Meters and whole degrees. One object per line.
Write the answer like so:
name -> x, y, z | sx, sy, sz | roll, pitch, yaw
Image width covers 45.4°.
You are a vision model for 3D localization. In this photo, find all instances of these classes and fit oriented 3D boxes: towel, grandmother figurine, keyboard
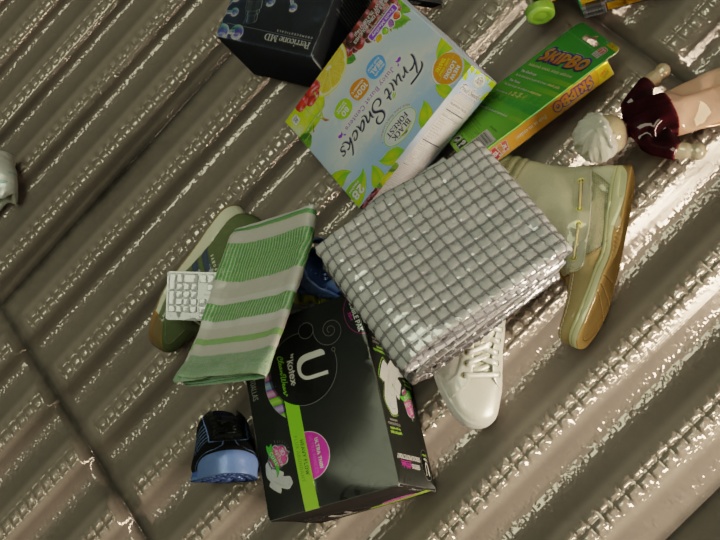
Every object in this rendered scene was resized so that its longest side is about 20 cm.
towel -> -0.120, 0.027, 0.919 | 0.152, 0.023, 0.202 | -13, 49, 43
grandmother figurine -> 0.315, -0.156, 0.875 | 0.198, 0.061, 0.122 | -16, 47, 7
towel -> 0.080, -0.010, 0.832 | 0.199, 0.086, 0.166 | -35, 61, -5
keyboard -> -0.127, 0.032, 1.004 | 0.198, 0.011, 0.057 | 2, 92, 0

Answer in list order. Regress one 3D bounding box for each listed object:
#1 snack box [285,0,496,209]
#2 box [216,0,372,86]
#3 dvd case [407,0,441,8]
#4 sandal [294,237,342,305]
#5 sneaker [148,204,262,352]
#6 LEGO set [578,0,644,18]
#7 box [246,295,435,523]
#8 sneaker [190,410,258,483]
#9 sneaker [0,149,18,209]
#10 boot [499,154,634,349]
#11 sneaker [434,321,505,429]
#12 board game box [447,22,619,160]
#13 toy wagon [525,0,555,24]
snack box -> 0.030, -0.193, 0.991 | 0.200, 0.067, 0.169 | -50, 59, 19
box -> -0.063, -0.344, 1.078 | 0.147, 0.107, 0.202 | 18, 83, 25
dvd case -> 0.032, -0.420, 1.011 | 0.025, 0.149, 0.202 | -3, 92, 50
sandal -> 0.000, 0.000, 0.952 | 0.198, 0.087, 0.080 | -4, 70, 4
sneaker -> -0.173, 0.021, 1.039 | 0.089, 0.067, 0.201 | 28, 84, 32
LEGO set -> 0.278, -0.375, 0.922 | 0.115, 0.154, 0.202 | -11, 74, 20
box -> -0.025, 0.150, 0.910 | 0.147, 0.124, 0.202 | -20, 67, 17
sneaker -> -0.148, 0.187, 0.921 | 0.069, 0.200, 0.079 | 3, 76, -15
sneaker -> -0.579, -0.095, 1.243 | 0.199, 0.070, 0.081 | -29, 69, 12
boot -> 0.191, -0.026, 0.899 | 0.153, 0.072, 0.202 | 11, 73, 24
sneaker -> 0.116, 0.059, 0.885 | 0.072, 0.085, 0.202 | -1, 77, -17
board game box -> 0.187, -0.191, 0.953 | 0.199, 0.030, 0.096 | -39, 35, 11
toy wagon -> 0.188, -0.373, 0.929 | 0.039, 0.200, 0.157 | -8, 71, 5
